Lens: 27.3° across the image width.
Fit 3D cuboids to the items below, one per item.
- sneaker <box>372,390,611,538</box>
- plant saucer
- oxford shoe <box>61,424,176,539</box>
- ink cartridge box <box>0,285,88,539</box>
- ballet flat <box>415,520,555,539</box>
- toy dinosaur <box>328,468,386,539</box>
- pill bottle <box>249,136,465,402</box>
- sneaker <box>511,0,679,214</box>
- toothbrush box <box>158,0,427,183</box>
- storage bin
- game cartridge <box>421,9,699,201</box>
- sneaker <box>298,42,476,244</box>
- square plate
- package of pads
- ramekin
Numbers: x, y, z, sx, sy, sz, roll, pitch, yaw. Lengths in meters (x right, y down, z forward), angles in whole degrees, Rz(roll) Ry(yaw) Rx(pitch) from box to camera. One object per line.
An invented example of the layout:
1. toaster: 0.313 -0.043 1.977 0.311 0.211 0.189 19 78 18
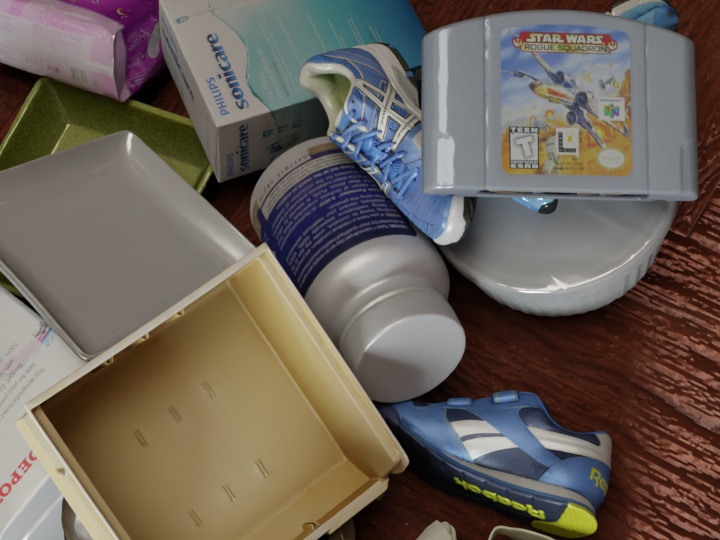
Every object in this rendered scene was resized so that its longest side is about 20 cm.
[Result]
1. sneaker: 0.097 0.129 1.118 0.199 0.074 0.082 21 65 19
2. plant saucer: -0.233 -0.053 1.285 0.199 0.048 0.200 20 72 20
3. oxford shoe: -0.140 0.135 1.107 0.073 0.085 0.200 28 53 27
4. ink cartridge box: -0.272 0.115 1.165 0.200 0.145 0.147 35 78 24
5. ballet flat: 0.083 0.222 1.086 0.199 0.068 0.069 2 57 3
6. toy dinosaur: -0.046 0.145 1.149 0.101 0.058 0.200 -45 65 -7
7. pill bottle: 0.000 0.000 1.143 0.119 0.120 0.200 -29 48 -1
8. sneaker: 0.174 -0.121 1.115 0.090 0.078 0.200 43 81 5
9. toothbrush box: -0.053 -0.179 1.252 0.199 0.085 0.147 -19 63 -15
10. storage bin: -0.102 0.124 1.034 0.200 0.094 0.199 -35 93 -24
11. game cartridge: 0.142 -0.117 1.056 0.199 0.042 0.134 1 87 -7
12. sneaker: 0.019 -0.093 1.115 0.077 0.076 0.200 -5 46 -34
13. square plate: -0.200 -0.021 1.173 0.198 0.028 0.200 42 43 23
14. package of pads: -0.266 -0.225 1.330 0.199 0.076 0.121 19 38 20
15. ramekin: 0.153 -0.056 1.171 0.202 0.094 0.203 -5 66 12
